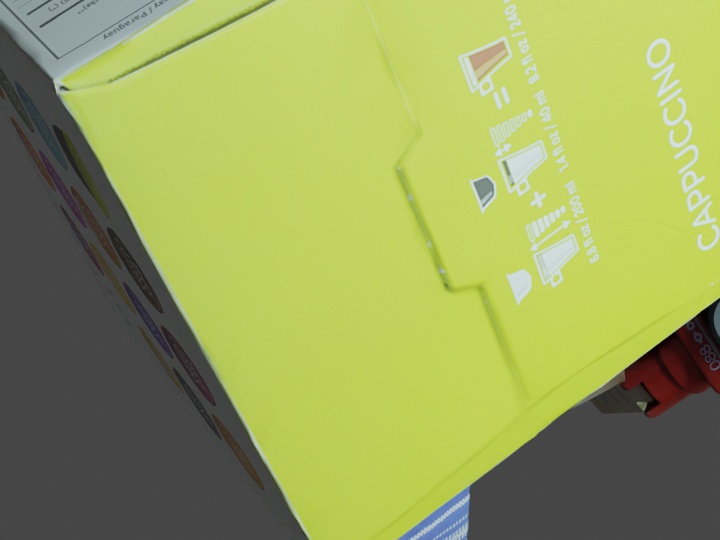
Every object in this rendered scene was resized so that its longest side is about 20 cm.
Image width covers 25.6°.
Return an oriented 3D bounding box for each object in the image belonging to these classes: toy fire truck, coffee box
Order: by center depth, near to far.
[{"bbox_3d":[-0.007,-0.064,0.541,0.199,0.198,0.201,-34,126,-12],"label":"coffee box"},{"bbox_3d":[0.185,0.018,1.060,0.200,0.177,0.128,-41,165,31],"label":"toy fire truck"}]

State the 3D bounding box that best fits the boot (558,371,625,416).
[{"bbox_3d":[0.131,-0.018,0.789,0.064,0.184,0.203,-37,129,-66],"label":"boot"}]

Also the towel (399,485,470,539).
[{"bbox_3d":[0.033,0.180,0.976,0.144,0.024,0.203,-27,126,-52],"label":"towel"}]
